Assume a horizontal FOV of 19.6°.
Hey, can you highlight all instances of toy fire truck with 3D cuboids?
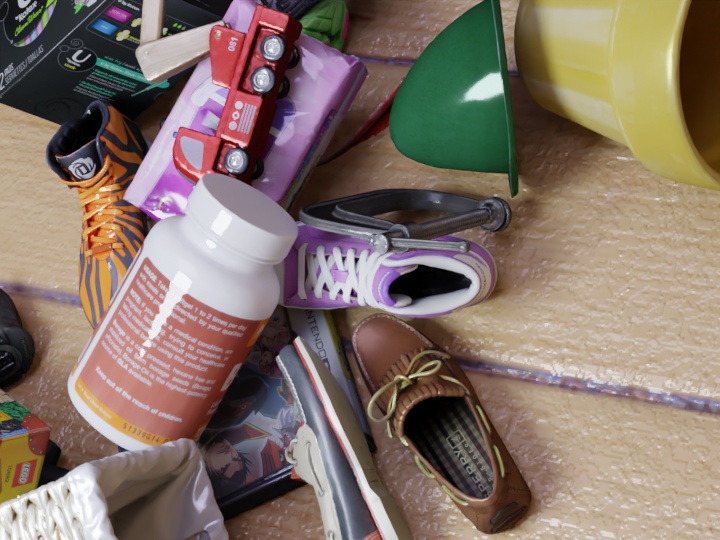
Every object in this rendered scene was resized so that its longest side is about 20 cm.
[{"bbox_3d":[-0.122,-0.169,1.616,0.140,0.049,0.202,19,92,14],"label":"toy fire truck"}]

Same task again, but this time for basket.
[{"bbox_3d":[-0.187,0.242,1.478,0.160,0.200,0.200,-20,84,18],"label":"basket"}]

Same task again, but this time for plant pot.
[{"bbox_3d":[0.225,-0.171,1.559,0.188,0.201,0.202,16,70,46],"label":"plant pot"}]

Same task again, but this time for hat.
[{"bbox_3d":[0.028,-0.123,1.609,0.174,0.201,0.166,-6,40,3],"label":"hat"}]

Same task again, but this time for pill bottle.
[{"bbox_3d":[-0.130,0.033,1.572,0.112,0.112,0.201,44,112,34],"label":"pill bottle"}]

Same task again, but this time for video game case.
[{"bbox_3d":[-0.102,0.102,1.646,0.199,0.026,0.182,-25,57,9],"label":"video game case"}]

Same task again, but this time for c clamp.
[{"bbox_3d":[0.046,-0.035,1.571,0.169,0.200,0.027,8,104,28],"label":"c clamp"}]

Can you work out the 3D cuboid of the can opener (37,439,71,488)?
[{"bbox_3d":[-0.248,0.168,1.640,0.199,0.063,0.079,14,70,40],"label":"can opener"}]

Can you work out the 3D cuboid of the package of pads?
[{"bbox_3d":[-0.093,-0.109,1.670,0.120,0.076,0.201,31,93,13],"label":"package of pads"}]

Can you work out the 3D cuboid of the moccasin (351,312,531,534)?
[{"bbox_3d":[0.051,0.106,1.545,0.073,0.078,0.202,-32,56,5],"label":"moccasin"}]

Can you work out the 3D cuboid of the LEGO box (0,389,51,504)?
[{"bbox_3d":[-0.332,0.180,1.613,0.148,0.077,0.202,32,115,33],"label":"LEGO box"}]

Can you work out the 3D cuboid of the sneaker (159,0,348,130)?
[{"bbox_3d":[-0.093,-0.166,1.754,0.200,0.077,0.084,-43,60,-4],"label":"sneaker"}]

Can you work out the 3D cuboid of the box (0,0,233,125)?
[{"bbox_3d":[-0.210,-0.232,1.767,0.200,0.124,0.150,-35,50,38],"label":"box"}]

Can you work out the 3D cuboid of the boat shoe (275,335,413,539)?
[{"bbox_3d":[-0.022,0.147,1.542,0.062,0.071,0.201,-27,77,12],"label":"boat shoe"}]

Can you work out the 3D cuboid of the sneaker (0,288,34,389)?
[{"bbox_3d":[-0.368,0.082,1.755,0.199,0.076,0.091,-26,47,1],"label":"sneaker"}]

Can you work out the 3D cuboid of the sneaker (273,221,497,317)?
[{"bbox_3d":[0.000,-0.001,1.576,0.198,0.114,0.073,-1,97,11],"label":"sneaker"}]

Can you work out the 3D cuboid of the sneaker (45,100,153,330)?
[{"bbox_3d":[-0.220,-0.050,1.725,0.077,0.112,0.202,-14,59,16],"label":"sneaker"}]

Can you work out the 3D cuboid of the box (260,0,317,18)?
[{"bbox_3d":[-0.019,-0.304,1.769,0.199,0.050,0.158,-38,26,1],"label":"box"}]
